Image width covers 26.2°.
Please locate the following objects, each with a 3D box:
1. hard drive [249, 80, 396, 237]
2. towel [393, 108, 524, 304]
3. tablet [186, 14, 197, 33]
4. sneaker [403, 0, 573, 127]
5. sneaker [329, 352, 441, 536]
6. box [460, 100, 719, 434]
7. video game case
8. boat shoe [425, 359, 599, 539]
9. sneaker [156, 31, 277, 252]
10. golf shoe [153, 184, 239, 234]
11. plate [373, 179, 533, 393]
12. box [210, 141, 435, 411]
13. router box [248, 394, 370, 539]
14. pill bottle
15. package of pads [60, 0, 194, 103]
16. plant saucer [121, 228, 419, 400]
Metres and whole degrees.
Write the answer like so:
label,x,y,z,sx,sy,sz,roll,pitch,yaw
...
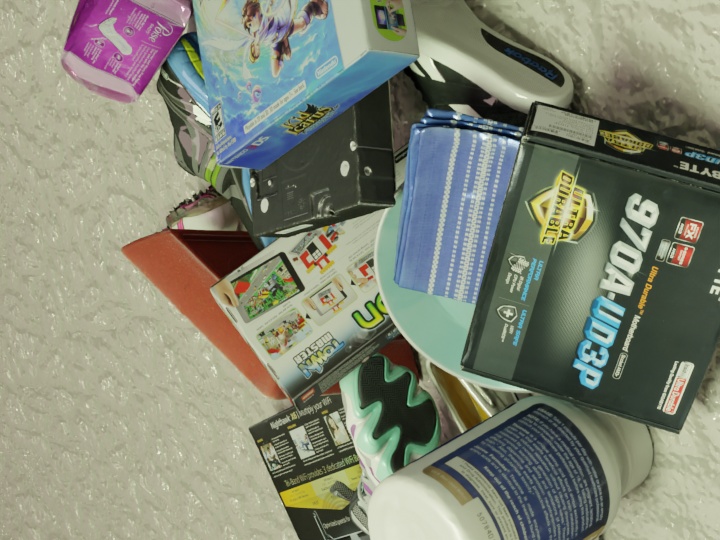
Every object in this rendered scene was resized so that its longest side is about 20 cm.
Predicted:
label,x,y,z,sx,sy,sz,roll,pitch,yaw
hard drive,-0.032,-0.132,1.093,0.139,0.038,0.202,-15,78,53
towel,0.122,-0.023,1.027,0.198,0.024,0.146,14,127,8
tablet,-0.068,-0.239,1.198,0.199,0.014,0.131,7,84,51
sneaker,0.056,-0.128,1.101,0.200,0.073,0.113,41,136,29
sneaker,0.014,0.158,1.227,0.139,0.078,0.201,-13,111,53
box,0.160,0.002,0.995,0.158,0.046,0.201,16,130,4
video game case,-0.047,-0.189,1.047,0.200,0.045,0.183,-29,65,51
boat shoe,0.111,0.143,1.187,0.071,0.069,0.201,-30,85,54
sneaker,-0.096,-0.090,1.213,0.201,0.070,0.083,58,145,7
golf shoe,-0.138,-0.022,1.424,0.092,0.072,0.200,56,154,3
plate,0.108,-0.005,1.077,0.198,0.026,0.202,7,121,11
box,0.000,0.000,1.147,0.110,0.199,0.035,52,173,19
router box,-0.006,0.182,1.377,0.200,0.052,0.158,-28,86,55
pill bottle,0.111,0.155,1.082,0.111,0.199,0.112,29,131,40
package of pads,-0.166,-0.240,1.210,0.075,0.201,0.121,25,136,-18
plant saucer,-0.064,0.025,1.262,0.199,0.199,0.037,42,115,30
